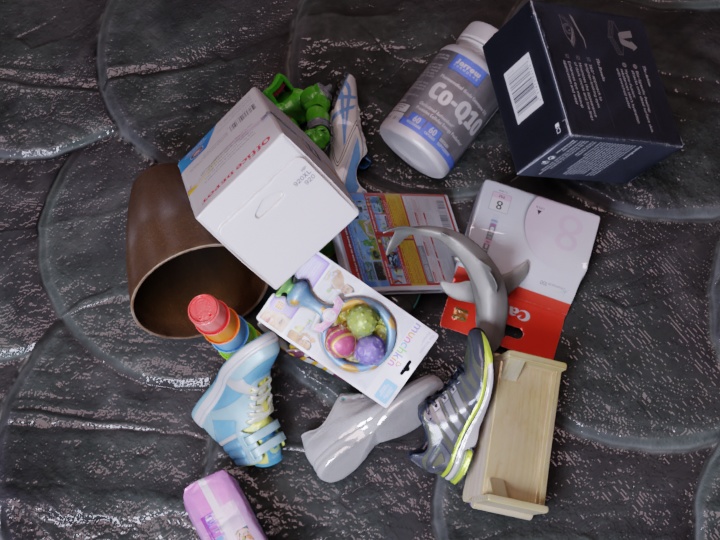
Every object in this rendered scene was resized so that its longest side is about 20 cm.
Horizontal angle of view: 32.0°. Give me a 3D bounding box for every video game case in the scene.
[{"bbox_3d":[0.051,-0.036,1.645,0.200,0.017,0.143,-1,65,-34],"label":"video game case"}]

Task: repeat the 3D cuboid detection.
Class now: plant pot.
[{"bbox_3d":[-0.242,-0.043,1.695,0.187,0.187,0.200,-26,54,1],"label":"plant pot"}]

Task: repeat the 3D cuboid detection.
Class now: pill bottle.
[{"bbox_3d":[0.128,-0.235,1.714,0.114,0.114,0.200,35,81,19],"label":"pill bottle"}]

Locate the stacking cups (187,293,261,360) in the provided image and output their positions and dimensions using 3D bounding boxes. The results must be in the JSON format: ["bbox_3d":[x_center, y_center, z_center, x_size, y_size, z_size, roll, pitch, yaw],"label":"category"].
[{"bbox_3d":[-0.176,0.072,1.616,0.060,0.200,0.061,-4,69,10],"label":"stacking cups"}]

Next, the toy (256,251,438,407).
[{"bbox_3d":[-0.018,0.072,1.543,0.200,0.047,0.115,35,98,0],"label":"toy"}]

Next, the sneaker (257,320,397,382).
[{"bbox_3d":[-0.043,0.099,1.618,0.200,0.090,0.075,16,90,33],"label":"sneaker"}]

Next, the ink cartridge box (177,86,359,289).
[{"bbox_3d":[-0.117,-0.105,1.555,0.147,0.145,0.200,-43,27,8],"label":"ink cartridge box"}]

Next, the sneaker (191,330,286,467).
[{"bbox_3d":[-0.127,0.174,1.603,0.080,0.200,0.131,-27,71,-44],"label":"sneaker"}]

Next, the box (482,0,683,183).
[{"bbox_3d":[0.287,-0.228,1.633,0.200,0.117,0.197,1,66,-32],"label":"box"}]

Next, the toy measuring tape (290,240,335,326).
[{"bbox_3d":[-0.055,-0.018,1.621,0.073,0.074,0.200,-6,60,8],"label":"toy measuring tape"}]

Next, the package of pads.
[{"bbox_3d":[-0.145,0.355,1.558,0.076,0.121,0.200,-30,69,-7],"label":"package of pads"}]

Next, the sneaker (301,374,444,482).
[{"bbox_3d":[0.011,0.182,1.622,0.200,0.075,0.089,-33,51,-5],"label":"sneaker"}]

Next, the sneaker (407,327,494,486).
[{"bbox_3d":[0.115,0.166,1.569,0.081,0.074,0.200,14,93,-3],"label":"sneaker"}]

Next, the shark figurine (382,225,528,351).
[{"bbox_3d":[0.135,-0.005,1.578,0.128,0.090,0.215,-43,96,-1],"label":"shark figurine"}]

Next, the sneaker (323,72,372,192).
[{"bbox_3d":[-0.019,-0.183,1.754,0.072,0.072,0.200,10,66,-16],"label":"sneaker"}]

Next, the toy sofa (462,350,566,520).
[{"bbox_3d":[0.194,0.207,1.579,0.083,0.098,0.200,13,72,-12],"label":"toy sofa"}]

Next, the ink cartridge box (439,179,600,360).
[{"bbox_3d":[0.209,-0.002,1.637,0.162,0.057,0.200,18,70,-1],"label":"ink cartridge box"}]

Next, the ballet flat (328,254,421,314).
[{"bbox_3d":[0.000,0.000,1.683,0.200,0.068,0.068,34,65,24],"label":"ballet flat"}]

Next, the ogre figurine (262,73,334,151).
[{"bbox_3d":[-0.107,-0.203,1.743,0.098,0.200,0.120,33,61,-19],"label":"ogre figurine"}]
